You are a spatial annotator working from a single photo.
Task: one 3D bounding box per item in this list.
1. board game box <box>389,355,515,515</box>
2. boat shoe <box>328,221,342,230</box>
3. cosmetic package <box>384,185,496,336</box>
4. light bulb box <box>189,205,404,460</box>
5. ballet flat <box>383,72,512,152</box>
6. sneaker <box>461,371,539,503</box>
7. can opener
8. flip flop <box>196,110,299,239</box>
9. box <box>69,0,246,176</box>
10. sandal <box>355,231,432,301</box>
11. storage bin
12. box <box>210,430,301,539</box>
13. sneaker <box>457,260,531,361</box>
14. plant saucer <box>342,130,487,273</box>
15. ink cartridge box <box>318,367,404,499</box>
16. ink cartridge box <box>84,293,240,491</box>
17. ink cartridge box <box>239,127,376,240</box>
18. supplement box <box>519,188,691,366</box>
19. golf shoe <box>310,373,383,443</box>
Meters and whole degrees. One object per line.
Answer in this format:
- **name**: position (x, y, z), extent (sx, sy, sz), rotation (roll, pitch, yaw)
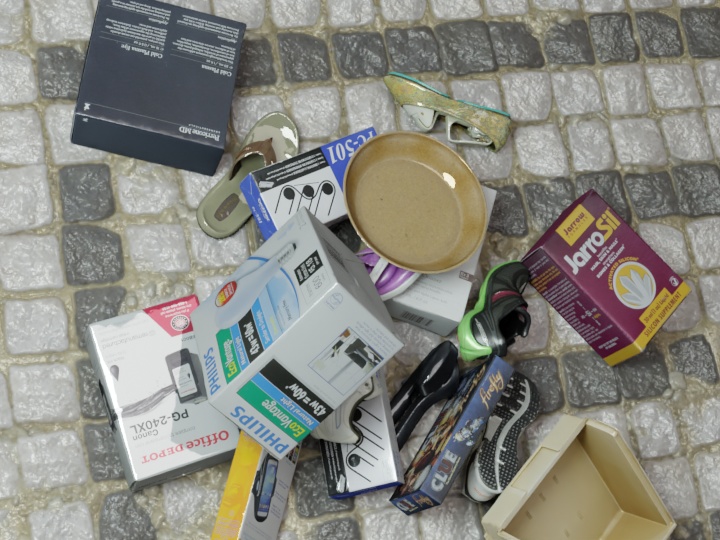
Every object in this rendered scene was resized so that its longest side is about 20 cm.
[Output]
- **board game box**: position (0.116, 0.213, 1.631), extent (0.034, 0.136, 0.201), rotation (34, 67, -3)
- **boat shoe**: position (-0.089, -0.074, 1.695), extent (0.200, 0.071, 0.091), rotation (-38, 86, -29)
- **cosmetic package**: position (0.102, -0.027, 1.726), extent (0.111, 0.081, 0.203), rotation (18, 71, -8)
- **light bulb box**: position (-0.079, 0.069, 1.471), extent (0.200, 0.199, 0.125), rotation (-43, 120, 9)
- **ballet flat**: position (0.119, -0.218, 1.799), extent (0.197, 0.071, 0.072), rotation (19, 70, -10)
- **sneaker**: position (0.178, 0.218, 1.687), extent (0.073, 0.080, 0.201), rotation (30, 51, -3)
- **can opener**: position (0.061, 0.178, 1.666), extent (0.201, 0.063, 0.079), rotation (-51, 135, -10)
- **flip flop**: position (-0.145, -0.129, 1.696), extent (0.081, 0.058, 0.201), rotation (39, 68, -2)
- **box**: position (-0.265, -0.245, 1.671), extent (0.197, 0.104, 0.185), rotation (13, 70, -12)
- **sandal**: position (0.002, 0.006, 1.651), extent (0.201, 0.050, 0.083), rotation (-29, 55, 10)
- **storage bin**: position (0.277, 0.323, 1.627), extent (0.200, 0.093, 0.200), rotation (-46, 119, -22)
- **box**: position (-0.122, 0.256, 1.558), extent (0.041, 0.119, 0.203), rotation (5, 68, 19)
- **sneaker**: position (0.193, 0.059, 1.698), extent (0.082, 0.078, 0.201), rotation (7, 37, 22)
- **plant saucer**: position (0.066, -0.082, 1.630), extent (0.197, 0.035, 0.203), rotation (9, 63, -17)
- **ink cartridge box**: position (-0.010, 0.181, 1.625), extent (0.093, 0.044, 0.203), rotation (-15, 72, 12)
- **ink cartridge box**: position (-0.242, 0.151, 1.572), extent (0.143, 0.083, 0.203), rotation (-16, 79, -20)
- **ink cartridge box**: position (-0.049, -0.108, 1.647), extent (0.198, 0.044, 0.095), rotation (-25, 85, -32)
- **supplement box**: position (0.336, 0.011, 1.771), extent (0.200, 0.103, 0.131), rotation (45, 68, 1)
- **golf shoe**: position (-0.008, 0.117, 1.584), extent (0.096, 0.078, 0.203), rotation (19, 91, 13)
